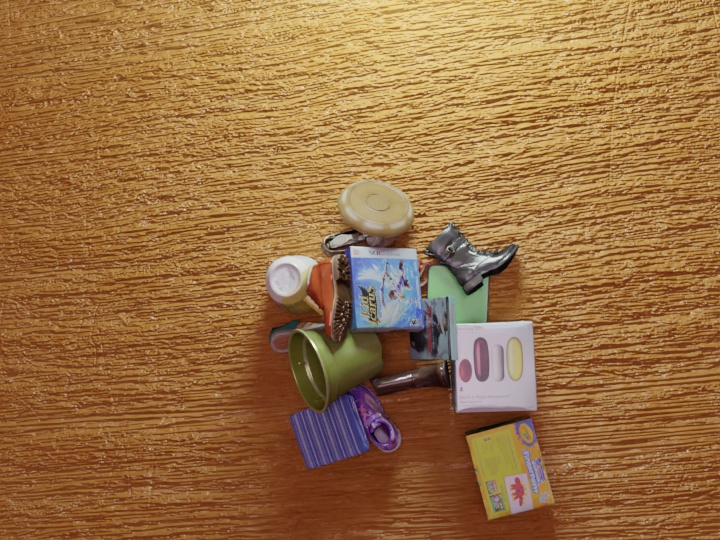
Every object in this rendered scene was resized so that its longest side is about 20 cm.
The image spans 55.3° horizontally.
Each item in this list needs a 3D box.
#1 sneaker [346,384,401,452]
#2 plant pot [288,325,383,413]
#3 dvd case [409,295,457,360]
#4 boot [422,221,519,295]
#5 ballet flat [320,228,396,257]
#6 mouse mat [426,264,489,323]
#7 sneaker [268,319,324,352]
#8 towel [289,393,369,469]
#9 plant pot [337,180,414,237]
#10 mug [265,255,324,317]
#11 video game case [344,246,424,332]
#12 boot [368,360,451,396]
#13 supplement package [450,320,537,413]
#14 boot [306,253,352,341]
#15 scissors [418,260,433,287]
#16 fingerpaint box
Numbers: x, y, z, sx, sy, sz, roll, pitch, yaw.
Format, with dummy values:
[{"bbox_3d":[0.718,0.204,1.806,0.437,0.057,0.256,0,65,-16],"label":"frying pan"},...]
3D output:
[{"bbox_3d":[0.024,0.362,1.689,0.080,0.088,0.201,-41,80,3],"label":"sneaker"},{"bbox_3d":[-0.050,0.215,1.650,0.182,0.200,0.204,-16,82,-28],"label":"plant pot"},{"bbox_3d":[0.171,0.140,1.644,0.022,0.199,0.149,0,84,-25],"label":"dvd case"},{"bbox_3d":[0.275,-0.054,1.706,0.199,0.069,0.175,-35,70,-9],"label":"boot"},{"bbox_3d":[-0.003,-0.076,1.685,0.196,0.067,0.069,-17,74,3],"label":"ballet flat"},{"bbox_3d":[0.242,0.089,1.721,0.157,0.008,0.204,4,84,3],"label":"mouse mat"},{"bbox_3d":[-0.134,0.156,1.737,0.196,0.080,0.073,-2,114,-14],"label":"sneaker"},{"bbox_3d":[-0.077,0.399,1.698,0.198,0.024,0.147,-25,82,29],"label":"towel"},{"bbox_3d":[0.041,-0.162,1.701,0.196,0.028,0.202,8,46,-8],"label":"plant pot"},{"bbox_3d":[-0.152,0.032,1.708,0.183,0.153,0.153,7,85,8],"label":"mug"},{"bbox_3d":[0.058,0.046,1.656,0.178,0.045,0.204,1,73,-21],"label":"video game case"},{"bbox_3d":[0.114,0.263,1.639,0.196,0.187,0.066,-8,75,4],"label":"boot"},{"bbox_3d":[0.310,0.225,1.629,0.187,0.147,0.204,-3,86,3],"label":"supplement package"},{"bbox_3d":[-0.078,0.070,1.602,0.105,0.075,0.204,-11,68,26],"label":"boot"},{"bbox_3d":[0.115,0.061,1.741,0.072,0.014,0.202,28,87,7],"label":"scissors"},{"bbox_3d":[0.355,0.469,1.644,0.164,0.073,0.204,-17,83,6],"label":"fingerpaint box"}]
